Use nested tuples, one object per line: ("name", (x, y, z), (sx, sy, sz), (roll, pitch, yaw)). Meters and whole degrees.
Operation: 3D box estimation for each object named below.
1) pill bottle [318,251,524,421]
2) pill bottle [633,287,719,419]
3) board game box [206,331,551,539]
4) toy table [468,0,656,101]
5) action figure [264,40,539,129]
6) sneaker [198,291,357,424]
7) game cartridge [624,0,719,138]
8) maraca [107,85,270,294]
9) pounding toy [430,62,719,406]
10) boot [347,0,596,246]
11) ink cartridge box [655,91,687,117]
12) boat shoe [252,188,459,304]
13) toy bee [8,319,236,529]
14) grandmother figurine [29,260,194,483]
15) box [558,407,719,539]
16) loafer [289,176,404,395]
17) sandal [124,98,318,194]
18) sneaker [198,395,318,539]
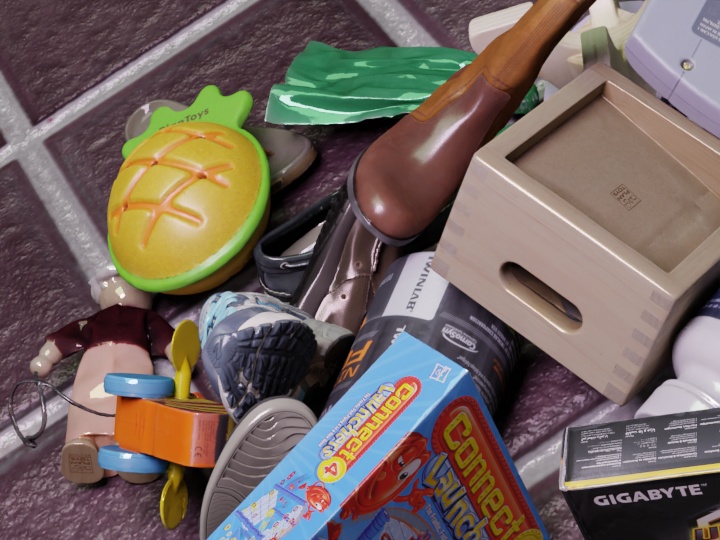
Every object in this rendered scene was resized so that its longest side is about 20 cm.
("pill bottle", (0.031, 0.094, 1.423), (0.106, 0.106, 0.201), (3, 51, 30))
("pill bottle", (0.262, 0.046, 1.341), (0.200, 0.111, 0.111), (-45, 45, -16))
("board game box", (0.010, 0.172, 1.293), (0.196, 0.200, 0.056), (-46, 49, -16))
("toy table", (0.182, -0.157, 1.573), (0.183, 0.117, 0.200), (-23, 42, 6))
("action figure", (0.039, -0.135, 1.669), (0.199, 0.055, 0.118), (3, 41, 19))
("sneaker", (-0.074, 0.051, 1.399), (0.086, 0.200, 0.078), (28, 92, 15))
("game cartridge", (0.277, -0.134, 1.415), (0.199, 0.042, 0.134), (30, 71, 4))
("maraca", (-0.129, -0.062, 1.633), (0.137, 0.107, 0.201), (-20, 44, 14))
("pounding toy", (0.146, -0.031, 1.424), (0.200, 0.143, 0.184), (36, 44, 18))
("boot", (0.090, -0.116, 1.427), (0.200, 0.069, 0.188), (-43, -2, 42))
("ink cartridge box", (0.311, -0.175, 1.479), (0.197, 0.043, 0.201), (16, 67, 0))
("boat shoe", (0.009, -0.043, 1.594), (0.199, 0.066, 0.075), (-26, 42, 4))
("toy bee", (-0.131, 0.093, 1.472), (0.200, 0.108, 0.131), (35, 113, 41))
("grandmother figurine", (-0.181, 0.066, 1.605), (0.121, 0.061, 0.201), (6, 45, -3))
("box", (0.230, 0.141, 1.234), (0.199, 0.160, 0.050), (-9, 47, 20))
("loafer", (0.000, 0.000, 1.533), (0.201, 0.071, 0.073), (-64, 8, 0))
("sandal", (-0.120, -0.106, 1.730), (0.200, 0.055, 0.082), (25, 65, 42))
("sneaker", (-0.072, 0.145, 1.370), (0.074, 0.201, 0.106), (6, 30, -14))
